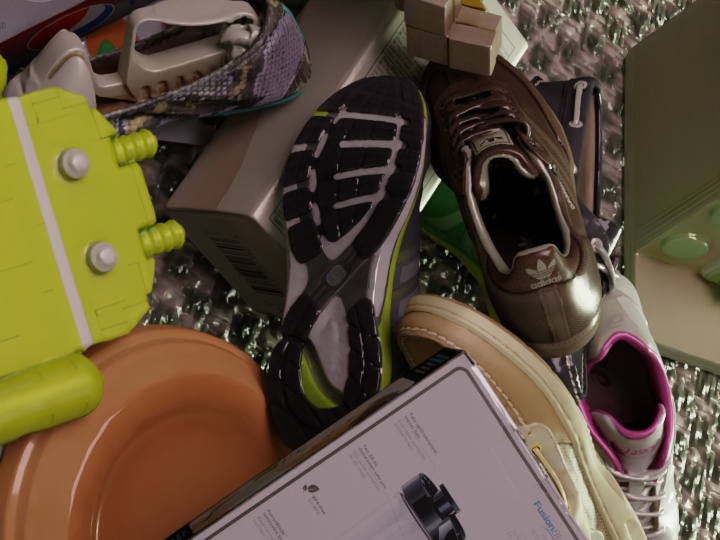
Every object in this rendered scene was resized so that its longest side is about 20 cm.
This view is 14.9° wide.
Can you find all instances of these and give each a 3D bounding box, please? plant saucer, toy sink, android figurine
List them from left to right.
[{"bbox_3d":[-0.170,-0.014,1.269,0.199,0.041,0.183,-16,92,-35],"label":"android figurine"},{"bbox_3d":[-0.091,0.127,1.341,0.200,0.037,0.201,-1,91,-44],"label":"plant saucer"},{"bbox_3d":[0.239,-0.049,1.641,0.130,0.112,0.201,18,60,-25],"label":"toy sink"}]

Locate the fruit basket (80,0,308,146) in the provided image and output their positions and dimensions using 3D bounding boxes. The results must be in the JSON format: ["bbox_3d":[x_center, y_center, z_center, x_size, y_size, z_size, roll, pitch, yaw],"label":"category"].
[{"bbox_3d":[-0.070,-0.164,1.503,0.185,0.094,0.201,7,69,-33],"label":"fruit basket"}]

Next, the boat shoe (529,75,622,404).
[{"bbox_3d":[0.106,-0.017,1.431,0.060,0.074,0.201,-9,53,9],"label":"boat shoe"}]

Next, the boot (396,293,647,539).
[{"bbox_3d":[0.046,0.126,1.348,0.156,0.073,0.200,-48,124,-23],"label":"boot"}]

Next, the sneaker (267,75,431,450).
[{"bbox_3d":[0.000,0.000,1.393,0.081,0.074,0.201,37,62,-67],"label":"sneaker"}]

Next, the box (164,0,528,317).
[{"bbox_3d":[-0.005,-0.078,1.470,0.095,0.078,0.200,51,62,-33],"label":"box"}]

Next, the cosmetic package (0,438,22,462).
[{"bbox_3d":[-0.212,0.059,1.318,0.200,0.074,0.102,-31,88,-40],"label":"cosmetic package"}]

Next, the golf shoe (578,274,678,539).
[{"bbox_3d":[0.136,0.103,1.480,0.075,0.092,0.201,-15,109,-7],"label":"golf shoe"}]

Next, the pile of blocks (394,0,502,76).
[{"bbox_3d":[0.022,-0.189,1.426,0.082,0.062,0.200,-28,58,-16],"label":"pile of blocks"}]

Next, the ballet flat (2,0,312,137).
[{"bbox_3d":[-0.124,-0.098,1.404,0.199,0.072,0.072,-19,78,-9],"label":"ballet flat"}]

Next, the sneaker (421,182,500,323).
[{"bbox_3d":[0.090,-0.022,1.548,0.074,0.084,0.200,-33,88,-39],"label":"sneaker"}]

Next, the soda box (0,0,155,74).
[{"bbox_3d":[-0.131,-0.167,1.410,0.199,0.070,0.064,-27,82,0],"label":"soda box"}]

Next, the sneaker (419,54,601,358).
[{"bbox_3d":[0.075,-0.053,1.372,0.070,0.076,0.201,-19,52,-2],"label":"sneaker"}]

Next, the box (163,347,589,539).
[{"bbox_3d":[-0.005,0.138,1.274,0.200,0.060,0.117,-35,94,-5],"label":"box"}]
